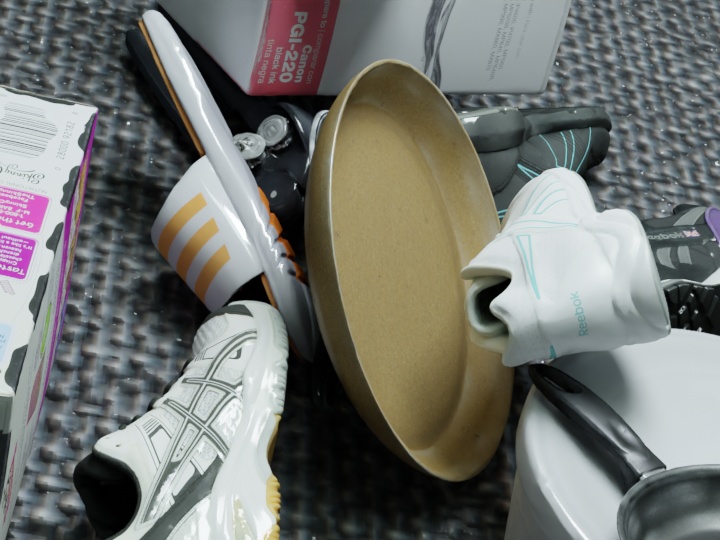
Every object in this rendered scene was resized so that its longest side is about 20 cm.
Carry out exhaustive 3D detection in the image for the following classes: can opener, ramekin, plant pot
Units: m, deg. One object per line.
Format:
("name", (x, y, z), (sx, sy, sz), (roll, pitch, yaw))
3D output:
("can opener", (-0.076, -0.086, 1.075), (0.063, 0.079, 0.200), (-42, 55, -7))
("ramekin", (0.155, 0.126, 0.854), (0.201, 0.095, 0.203), (11, 36, -8))
("plant pot", (0.022, 0.001, 0.911), (0.027, 0.201, 0.200), (-10, 27, 25))

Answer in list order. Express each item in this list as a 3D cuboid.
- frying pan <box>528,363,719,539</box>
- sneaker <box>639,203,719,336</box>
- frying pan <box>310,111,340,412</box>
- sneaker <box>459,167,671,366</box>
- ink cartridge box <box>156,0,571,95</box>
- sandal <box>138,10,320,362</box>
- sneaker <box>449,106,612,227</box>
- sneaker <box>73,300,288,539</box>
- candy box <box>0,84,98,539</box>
("frying pan", (0.124, 0.100, 0.766), (0.189, 0.031, 0.115), (21, 29, 26))
("sneaker", (0.153, 0.016, 1.032), (0.087, 0.076, 0.199), (25, 30, 35))
("frying pan", (-0.005, -0.017, 0.945), (0.031, 0.116, 0.190), (-15, 12, 15))
("sneaker", (0.081, -0.001, 0.895), (0.080, 0.071, 0.200), (-19, 9, -3))
("ink cartridge box", (0.000, -0.165, 1.094), (0.199, 0.085, 0.146), (-5, 32, -30))
("sandal", (-0.080, -0.034, 0.972), (0.059, 0.079, 0.207), (-28, 69, 2))
("sneaker", (0.084, -0.054, 1.086), (0.075, 0.080, 0.200), (-2, 5, 32))
("sneaker", (-0.079, 0.077, 0.836), (0.087, 0.076, 0.200), (8, 34, -6))
("candy box", (-0.162, 0.032, 0.806), (0.061, 0.137, 0.201), (11, 36, -6))
